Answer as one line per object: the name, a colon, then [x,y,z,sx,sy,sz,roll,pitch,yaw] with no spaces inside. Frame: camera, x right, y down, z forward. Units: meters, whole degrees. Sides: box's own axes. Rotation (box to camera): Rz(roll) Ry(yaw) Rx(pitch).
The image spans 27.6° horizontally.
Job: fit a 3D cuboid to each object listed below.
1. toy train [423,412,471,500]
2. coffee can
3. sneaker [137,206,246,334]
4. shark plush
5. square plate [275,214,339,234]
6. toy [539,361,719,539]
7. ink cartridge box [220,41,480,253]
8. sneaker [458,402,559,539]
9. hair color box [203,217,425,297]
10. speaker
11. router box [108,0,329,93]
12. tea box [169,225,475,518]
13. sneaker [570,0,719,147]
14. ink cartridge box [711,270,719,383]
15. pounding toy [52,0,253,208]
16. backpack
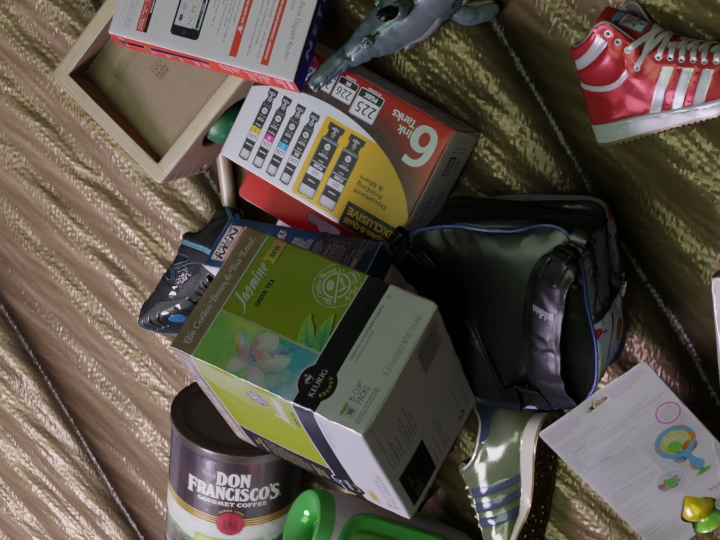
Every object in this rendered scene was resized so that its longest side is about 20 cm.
toy train: [0.028,0.177,1.475,0.116,0.085,0.200,32,145,9]
coffee can: [-0.134,0.233,1.560,0.146,0.146,0.200,21,122,23]
sneaker: [-0.170,0.006,1.548,0.200,0.073,0.082,-35,54,42]
shark plush: [0.030,-0.235,1.293,0.200,0.083,0.091,-24,91,11]
square plate: [0.000,0.000,1.463,0.200,0.028,0.198,36,119,14]
toy: [0.262,0.165,1.327,0.115,0.047,0.200,-38,115,15]
ink cartridge box: [-0.020,-0.100,1.380,0.200,0.084,0.176,31,104,17]
sneaker: [0.139,0.214,1.452,0.090,0.067,0.201,22,119,31]
hair color box: [-0.042,0.010,1.383,0.200,0.061,0.100,10,154,40]
speaker: [0.025,0.281,1.468,0.200,0.089,0.088,22,129,-26]
router box: [-0.113,-0.281,1.331,0.179,0.049,0.200,17,86,8]
tea box: [-0.027,0.091,1.269,0.196,0.134,0.200,21,159,23]
sneaker: [0.265,-0.181,1.213,0.200,0.071,0.113,-16,103,36]
ink cartridge box: [0.406,0.077,1.245,0.200,0.057,0.163,3,110,35]
pounding toy: [-0.170,-0.177,1.453,0.200,0.142,0.184,45,111,6]
backpack: [0.150,0.027,1.313,0.200,0.154,0.191,5,115,37]
